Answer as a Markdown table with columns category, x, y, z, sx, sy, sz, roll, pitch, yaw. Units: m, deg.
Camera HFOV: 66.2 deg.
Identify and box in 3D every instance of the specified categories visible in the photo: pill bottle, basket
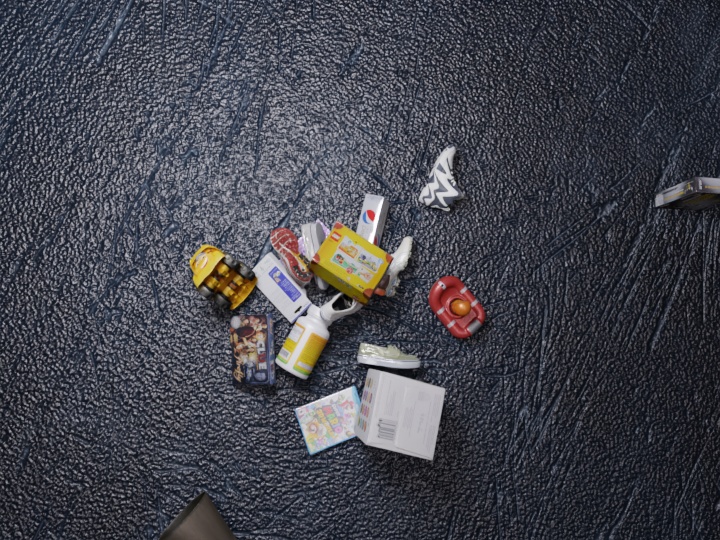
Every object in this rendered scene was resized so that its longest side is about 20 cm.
| category | x | y | z | sx | sy | sz | roll | pitch | yaw |
| --- | --- | --- | --- | --- | --- | --- | --- | --- | --- |
| pill bottle | -0.159 | 0.208 | 1.642 | 0.110 | 0.111 | 0.202 | 29 | 84 | -4 |
| basket | -0.442 | 0.772 | 1.572 | 0.180 | 0.136 | 0.201 | -43 | 95 | -12 |

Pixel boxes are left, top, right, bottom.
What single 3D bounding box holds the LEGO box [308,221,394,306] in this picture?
| category | x | y | z | sx | sy | sz | roll | pitch | yaw |
| --- | --- | --- | --- | --- | --- | --- | --- | --- | --- |
| LEGO box | -0.027 | -0.020 | 1.582 | 0.198 | 0.077 | 0.150 | 33 | 62 | 3 |

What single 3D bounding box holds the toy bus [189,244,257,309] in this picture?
| category | x | y | z | sx | sy | sz | roll | pitch | yaw |
| --- | --- | --- | --- | --- | --- | --- | --- | --- | --- |
| toy bus | -0.420 | -0.008 | 1.588 | 0.136 | 0.200 | 0.192 | -47 | 63 | -3 |

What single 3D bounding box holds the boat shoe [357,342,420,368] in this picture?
| category | x | y | z | sx | sy | sz | roll | pitch | yaw |
| --- | --- | --- | --- | --- | --- | --- | --- | --- | --- |
| boat shoe | 0.088 | 0.260 | 1.686 | 0.196 | 0.072 | 0.063 | 6 | 88 | -3 |

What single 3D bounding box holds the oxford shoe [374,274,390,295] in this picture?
| category | x | y | z | sx | sy | sz | roll | pitch | yaw |
| --- | --- | --- | --- | --- | --- | --- | --- | --- | --- |
| oxford shoe | 0.000 | 0.000 | 1.675 | 0.198 | 0.071 | 0.074 | 28 | 99 | 12 |

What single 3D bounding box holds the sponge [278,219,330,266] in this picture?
| category | x | y | z | sx | sy | sz | roll | pitch | yaw |
| --- | --- | --- | --- | --- | --- | --- | --- | --- | --- |
| sponge | -0.159 | -0.046 | 1.698 | 0.111 | 0.030 | 0.200 | 43 | 83 | -2 |

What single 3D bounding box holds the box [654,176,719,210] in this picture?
| category | x | y | z | sx | sy | sz | roll | pitch | yaw |
| --- | --- | --- | --- | --- | --- | --- | --- | --- | --- |
| box | 1.067 | -0.241 | 1.756 | 0.155 | 0.200 | 0.049 | 3 | 83 | -7 |

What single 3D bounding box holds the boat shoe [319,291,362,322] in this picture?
| category | x | y | z | sx | sy | sz | roll | pitch | yaw |
| --- | --- | --- | --- | --- | --- | --- | --- | --- | --- |
| boat shoe | -0.037 | 0.089 | 1.629 | 0.198 | 0.066 | 0.073 | -21 | 79 | -46 |

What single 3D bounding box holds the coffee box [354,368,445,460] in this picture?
| category | x | y | z | sx | sy | sz | roll | pitch | yaw |
| --- | --- | --- | --- | --- | --- | --- | --- | --- | --- |
| coffee box | 0.110 | 0.411 | 1.609 | 0.196 | 0.198 | 0.204 | 15 | 81 | -8 |

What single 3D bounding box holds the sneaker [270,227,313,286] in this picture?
| category | x | y | z | sx | sy | sz | roll | pitch | yaw |
| --- | --- | --- | --- | --- | --- | --- | --- | --- | --- |
| sneaker | -0.211 | -0.038 | 1.640 | 0.077 | 0.082 | 0.202 | -22 | 70 | -24 |

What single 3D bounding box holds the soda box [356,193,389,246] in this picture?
| category | x | y | z | sx | sy | sz | roll | pitch | yaw |
| --- | --- | --- | --- | --- | --- | --- | --- | --- | --- |
| soda box | 0.030 | -0.126 | 1.695 | 0.063 | 0.068 | 0.204 | 13 | 85 | 21 |

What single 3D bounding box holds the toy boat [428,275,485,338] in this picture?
| category | x | y | z | sx | sy | sz | roll | pitch | yaw |
| --- | --- | --- | --- | --- | --- | --- | --- | --- | --- |
| toy boat | 0.300 | 0.110 | 1.687 | 0.130 | 0.131 | 0.201 | -41 | 92 | -7 |

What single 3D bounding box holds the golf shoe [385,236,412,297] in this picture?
| category | x | y | z | sx | sy | sz | roll | pitch | yaw |
| --- | --- | --- | --- | --- | --- | --- | --- | --- | --- |
| golf shoe | 0.095 | -0.023 | 1.704 | 0.096 | 0.078 | 0.203 | 24 | 83 | 2 |

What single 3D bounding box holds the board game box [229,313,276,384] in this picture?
| category | x | y | z | sx | sy | sz | roll | pitch | yaw |
| --- | --- | --- | --- | --- | --- | --- | --- | --- | --- |
| board game box | -0.319 | 0.232 | 1.634 | 0.133 | 0.035 | 0.204 | -5 | 87 | 21 |

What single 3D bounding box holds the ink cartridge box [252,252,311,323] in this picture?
| category | x | y | z | sx | sy | sz | roll | pitch | yaw |
| --- | --- | --- | --- | --- | --- | --- | --- | --- | --- |
| ink cartridge box | -0.238 | 0.052 | 1.663 | 0.099 | 0.039 | 0.201 | -41 | 91 | 18 |

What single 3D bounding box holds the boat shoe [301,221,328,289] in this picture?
| category | x | y | z | sx | sy | sz | roll | pitch | yaw |
| --- | --- | --- | --- | --- | --- | --- | --- | --- | --- |
| boat shoe | -0.138 | -0.042 | 1.654 | 0.065 | 0.072 | 0.204 | -5 | 103 | 23 |

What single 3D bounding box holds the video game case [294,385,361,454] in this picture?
| category | x | y | z | sx | sy | sz | roll | pitch | yaw |
| --- | --- | --- | --- | --- | --- | --- | --- | --- | --- |
| video game case | -0.085 | 0.455 | 1.682 | 0.197 | 0.018 | 0.146 | -20 | 88 | -7 |

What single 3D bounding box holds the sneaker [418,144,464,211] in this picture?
| category | x | y | z | sx | sy | sz | roll | pitch | yaw |
| --- | --- | --- | --- | --- | --- | --- | --- | --- | --- |
| sneaker | 0.281 | -0.280 | 1.735 | 0.128 | 0.079 | 0.202 | 27 | 84 | -5 |
